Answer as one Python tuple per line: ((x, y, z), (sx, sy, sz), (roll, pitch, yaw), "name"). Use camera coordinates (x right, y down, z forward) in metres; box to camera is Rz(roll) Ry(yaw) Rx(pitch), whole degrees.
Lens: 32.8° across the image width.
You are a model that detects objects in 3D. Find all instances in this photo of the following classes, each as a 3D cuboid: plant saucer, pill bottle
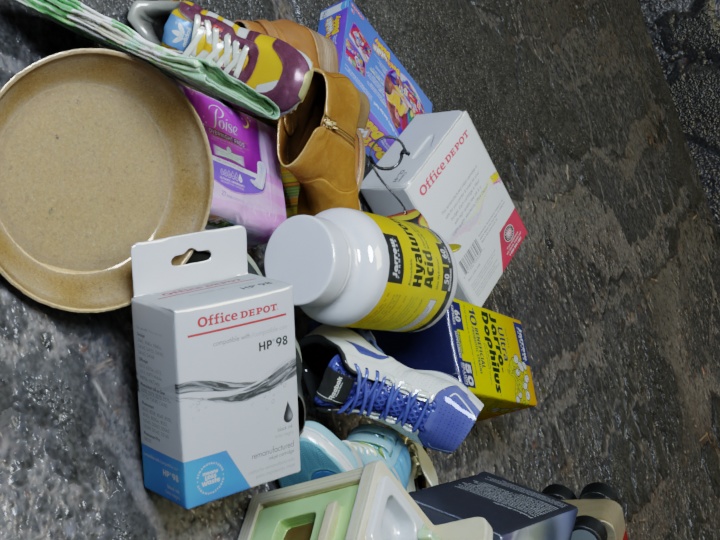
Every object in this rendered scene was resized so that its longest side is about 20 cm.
((-0.210, -0.069, 0.948), (0.199, 0.035, 0.202), (-6, 101, -33), "plant saucer")
((0.000, 0.000, 1.173), (0.199, 0.111, 0.112), (8, 67, -55), "pill bottle")

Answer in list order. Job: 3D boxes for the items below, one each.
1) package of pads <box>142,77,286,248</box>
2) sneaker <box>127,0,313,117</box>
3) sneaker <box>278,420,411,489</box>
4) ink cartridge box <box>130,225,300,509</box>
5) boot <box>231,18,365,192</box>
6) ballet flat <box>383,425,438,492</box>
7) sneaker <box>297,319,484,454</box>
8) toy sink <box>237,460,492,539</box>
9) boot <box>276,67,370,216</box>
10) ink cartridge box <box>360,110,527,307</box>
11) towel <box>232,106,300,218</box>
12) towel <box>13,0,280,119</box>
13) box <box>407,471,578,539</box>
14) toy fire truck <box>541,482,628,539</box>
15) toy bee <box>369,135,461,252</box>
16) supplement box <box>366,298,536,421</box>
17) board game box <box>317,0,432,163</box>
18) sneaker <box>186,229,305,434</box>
((-0.152, -0.098, 1.105), (0.199, 0.075, 0.122), (19, 59, -56), "package of pads")
((-0.132, -0.195, 1.109), (0.090, 0.199, 0.076), (18, 95, -51), "sneaker")
((-0.014, 0.182, 1.189), (0.131, 0.079, 0.201), (-75, 147, -43), "sneaker")
((-0.115, 0.073, 0.977), (0.115, 0.066, 0.202), (-12, 107, -38), "ink cartridge box")
((-0.073, -0.162, 1.273), (0.154, 0.073, 0.202), (-2, 76, -57), "boot")
((0.057, 0.257, 1.281), (0.071, 0.070, 0.202), (17, 60, -57), "ballet flat")
((0.010, 0.118, 1.182), (0.198, 0.081, 0.115), (32, 20, 13), "sneaker")
((-0.006, 0.249, 1.033), (0.112, 0.199, 0.131), (54, 34, -30), "toy sink")
((-0.047, -0.093, 1.190), (0.144, 0.070, 0.203), (-6, 109, -69), "boot")
((0.104, -0.071, 1.481), (0.148, 0.085, 0.201), (-52, 125, -31), "ink cartridge box")
((-0.098, -0.128, 1.285), (0.086, 0.018, 0.202), (-15, 86, -67), "towel")
((-0.175, -0.181, 1.000), (0.024, 0.199, 0.152), (-65, 162, 2), "towel")
((0.105, 0.319, 1.192), (0.198, 0.122, 0.202), (3, 101, -59), "box")
((0.235, 0.354, 1.439), (0.129, 0.175, 0.202), (-45, 123, -60), "toy fire truck")
((0.041, -0.023, 1.318), (0.109, 0.130, 0.201), (52, -8, 48), "toy bee")
((0.108, 0.109, 1.411), (0.199, 0.109, 0.110), (18, 58, -57), "supplement box")
((0.017, -0.215, 1.506), (0.200, 0.044, 0.135), (47, 37, -38), "board game box")
((-0.103, 0.055, 1.069), (0.200, 0.074, 0.106), (53, 9, -33), "sneaker")
